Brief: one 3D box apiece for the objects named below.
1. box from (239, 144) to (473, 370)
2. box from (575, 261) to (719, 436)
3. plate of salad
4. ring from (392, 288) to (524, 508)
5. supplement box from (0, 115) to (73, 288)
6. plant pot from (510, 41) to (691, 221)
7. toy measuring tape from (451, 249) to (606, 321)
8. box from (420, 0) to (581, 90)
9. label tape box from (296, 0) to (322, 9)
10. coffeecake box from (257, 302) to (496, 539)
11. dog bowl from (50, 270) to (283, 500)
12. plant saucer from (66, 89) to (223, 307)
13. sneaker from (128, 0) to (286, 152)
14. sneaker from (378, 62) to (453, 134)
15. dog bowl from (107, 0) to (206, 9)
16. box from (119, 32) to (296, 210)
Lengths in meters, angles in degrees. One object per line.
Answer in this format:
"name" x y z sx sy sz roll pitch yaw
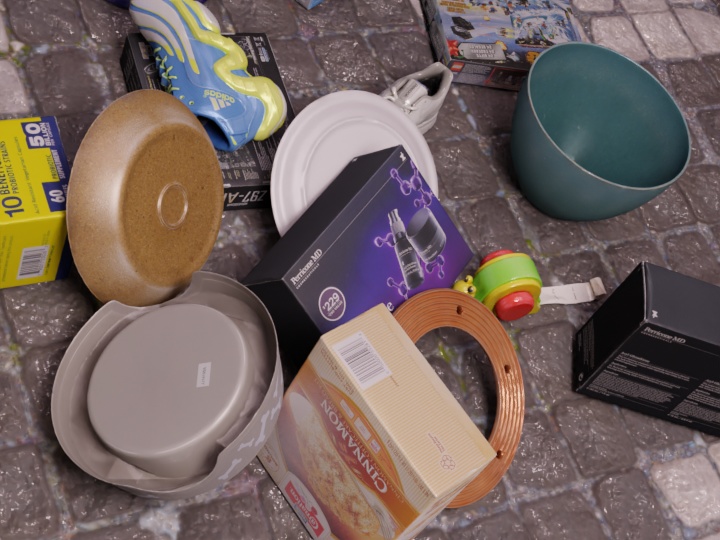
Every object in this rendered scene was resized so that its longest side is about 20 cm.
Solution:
"box" 0.000 0.000 1.142 0.142 0.079 0.200 53 55 -19
"box" 0.338 0.086 1.231 0.198 0.141 0.080 18 53 -13
"plate of salad" -0.007 -0.079 1.228 0.198 0.048 0.203 0 90 -32
"ring" 0.079 0.118 1.131 0.199 0.019 0.203 6 81 -39
"supplement box" -0.353 -0.051 1.046 0.198 0.110 0.110 -10 62 -29
"plant pot" 0.246 -0.134 1.352 0.198 0.135 0.202 12 54 -17
"toy measuring tape" 0.185 0.012 1.269 0.198 0.074 0.074 -4 59 -25
"box" 0.178 -0.284 1.486 0.198 0.040 0.138 4 55 -21
"label tape box" -0.009 -0.412 1.387 0.066 0.201 0.143 41 51 9
"coffeecake box" 0.004 0.150 1.010 0.073 0.200 0.154 -26 70 -35
"dog bowl" -0.154 0.099 1.010 0.198 0.059 0.202 -9 54 13
"plant saucer" -0.179 -0.059 1.085 0.035 0.202 0.201 9 43 30
"sneaker" -0.168 -0.194 1.191 0.199 0.076 0.105 39 51 5
"sneaker" 0.028 -0.165 1.309 0.074 0.087 0.200 41 53 3
"dog bowl" -0.235 -0.384 1.345 0.198 0.079 0.202 12 54 -17
"box" -0.147 -0.156 1.251 0.159 0.044 0.202 -6 61 -27
